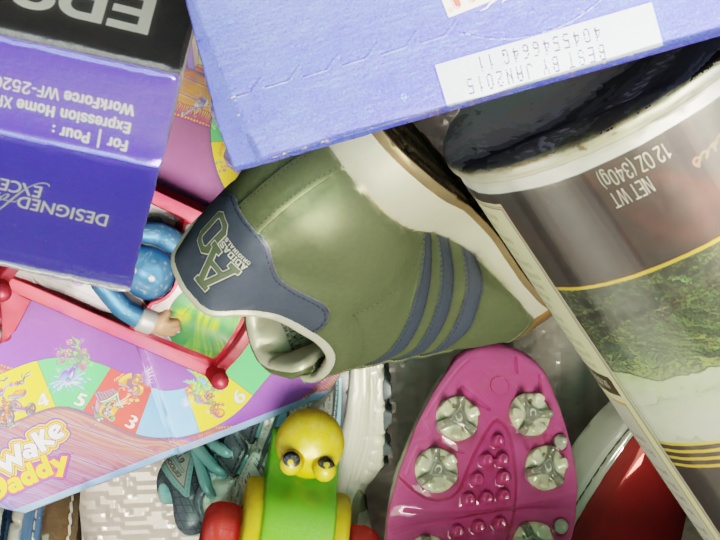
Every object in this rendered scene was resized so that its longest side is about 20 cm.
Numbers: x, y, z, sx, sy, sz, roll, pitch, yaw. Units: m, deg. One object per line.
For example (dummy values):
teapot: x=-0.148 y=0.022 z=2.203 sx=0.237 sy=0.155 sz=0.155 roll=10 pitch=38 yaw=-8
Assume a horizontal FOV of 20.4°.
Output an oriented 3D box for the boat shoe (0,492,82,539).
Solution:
boat shoe: x=-0.110 y=0.169 z=0.819 sx=0.072 sy=0.072 sz=0.201 roll=-2 pitch=115 yaw=-6

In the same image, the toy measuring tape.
toy measuring tape: x=-0.035 y=0.145 z=0.742 sx=0.073 sy=0.074 sz=0.201 roll=10 pitch=112 yaw=-5

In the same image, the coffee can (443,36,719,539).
coffee can: x=0.139 y=0.003 z=0.645 sx=0.146 sy=0.146 sz=0.200 roll=-34 pitch=107 yaw=7

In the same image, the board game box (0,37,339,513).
board game box: x=-0.083 y=0.002 z=0.683 sx=0.199 sy=0.039 sz=0.159 roll=-20 pitch=111 yaw=-9

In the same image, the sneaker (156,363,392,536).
sneaker: x=-0.035 y=0.069 z=0.777 sx=0.086 sy=0.078 sz=0.201 roll=-3 pitch=106 yaw=-11

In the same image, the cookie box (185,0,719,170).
cookie box: x=0.045 y=-0.111 z=0.576 sx=0.170 sy=0.200 sz=0.075 roll=-15 pitch=108 yaw=9

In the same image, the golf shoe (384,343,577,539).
golf shoe: x=0.035 y=0.128 z=0.773 sx=0.075 sy=0.092 sz=0.201 roll=8 pitch=84 yaw=-13

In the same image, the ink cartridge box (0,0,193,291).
ink cartridge box: x=-0.145 y=-0.098 z=0.616 sx=0.197 sy=0.201 sz=0.043 roll=11 pitch=140 yaw=-4

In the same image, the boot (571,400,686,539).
boot: x=0.124 y=0.156 z=0.777 sx=0.072 sy=0.144 sz=0.201 roll=-1 pitch=115 yaw=-43

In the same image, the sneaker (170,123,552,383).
sneaker: x=0.000 y=0.000 z=0.674 sx=0.090 sy=0.200 sz=0.067 roll=-38 pitch=68 yaw=6
